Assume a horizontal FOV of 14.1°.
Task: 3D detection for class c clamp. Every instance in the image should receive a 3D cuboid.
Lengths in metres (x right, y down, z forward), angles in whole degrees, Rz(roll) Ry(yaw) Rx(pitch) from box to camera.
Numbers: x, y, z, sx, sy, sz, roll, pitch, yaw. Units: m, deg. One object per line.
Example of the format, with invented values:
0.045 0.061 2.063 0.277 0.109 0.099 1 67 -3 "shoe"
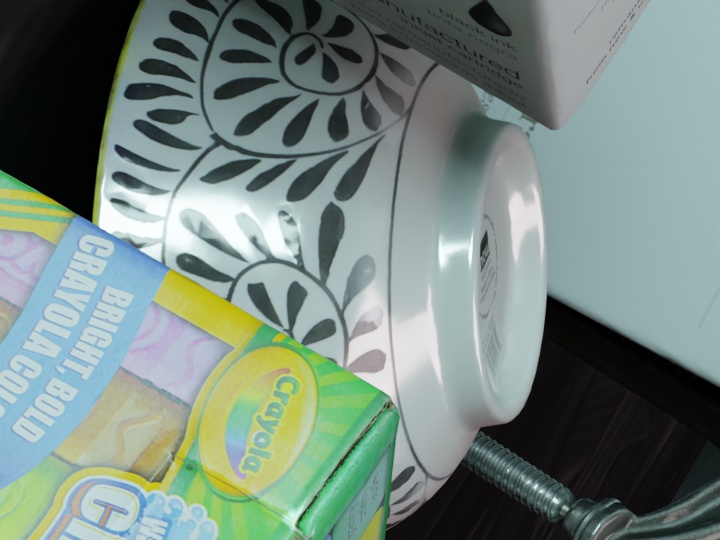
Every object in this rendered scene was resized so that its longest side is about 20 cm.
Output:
0.053 0.055 1.045 0.171 0.200 0.027 -30 136 -42 "c clamp"

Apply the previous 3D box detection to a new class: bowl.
0.000 0.000 0.858 0.201 0.094 0.201 1 90 -72 "bowl"

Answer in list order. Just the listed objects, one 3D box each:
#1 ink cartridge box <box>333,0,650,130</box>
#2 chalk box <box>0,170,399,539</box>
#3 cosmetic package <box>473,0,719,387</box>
0.002 -0.128 0.656 0.083 0.147 0.200 -56 165 -10 "ink cartridge box"
-0.070 0.076 0.700 0.124 0.200 0.124 -52 165 -31 "chalk box"
0.103 -0.072 1.032 0.167 0.200 0.166 -62 167 6 "cosmetic package"
